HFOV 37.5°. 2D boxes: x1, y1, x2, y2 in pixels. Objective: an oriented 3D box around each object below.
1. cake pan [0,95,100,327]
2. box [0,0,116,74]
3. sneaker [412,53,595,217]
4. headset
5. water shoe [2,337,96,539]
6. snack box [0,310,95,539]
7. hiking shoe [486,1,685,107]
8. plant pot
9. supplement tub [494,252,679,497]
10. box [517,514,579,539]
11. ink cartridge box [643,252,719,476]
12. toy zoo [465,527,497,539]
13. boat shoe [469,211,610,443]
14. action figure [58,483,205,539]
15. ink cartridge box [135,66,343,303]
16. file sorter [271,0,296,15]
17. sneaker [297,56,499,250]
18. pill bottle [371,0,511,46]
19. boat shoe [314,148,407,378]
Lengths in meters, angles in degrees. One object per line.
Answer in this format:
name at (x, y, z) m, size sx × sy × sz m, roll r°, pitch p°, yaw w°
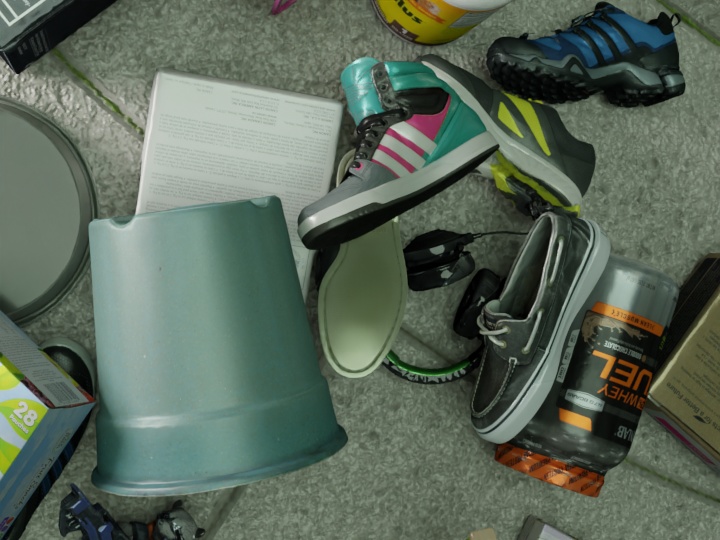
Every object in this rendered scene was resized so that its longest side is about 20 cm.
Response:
cake pan at (-0.314, -0.047, 0.862) m, size 0.199 × 0.037 × 0.202 m, roll 0°, pitch 90°, yaw -12°
box at (-0.258, -0.297, 0.831) m, size 0.198 × 0.123 × 0.200 m, roll -39°, pitch 99°, yaw -9°
sneaker at (0.126, -0.127, 0.953) m, size 0.200 × 0.074 × 0.085 m, roll 42°, pitch 59°, yaw -6°
headset at (0.089, 0.012, 0.920) m, size 0.123 × 0.094 × 0.200 m, roll 44°, pitch 94°, yaw -4°
water shoe at (-0.268, 0.152, 0.850) m, size 0.071 × 0.079 × 0.201 m, roll 24°, pitch 85°, yaw -12°
snack box at (-0.320, 0.099, 0.781) m, size 0.200 × 0.068 × 0.169 m, roll 40°, pitch 100°, yaw 14°
hiking shoe at (0.202, -0.200, 0.968) m, size 0.199 × 0.074 × 0.087 m, roll 2°, pitch 82°, yaw -22°
plant pot at (-0.121, 0.049, 0.816) m, size 0.199 × 0.200 × 0.198 m, roll -9°, pitch 95°, yaw -12°
supplement tub at (0.193, 0.087, 0.932) m, size 0.122 × 0.122 × 0.201 m, roll 20°, pitch 86°, yaw -12°
box at (0.235, 0.290, 0.983) m, size 0.199 × 0.039 × 0.042 m, roll 31°, pitch 85°, yaw -11°
ink cartridge box at (0.366, 0.107, 0.995) m, size 0.200 × 0.075 × 0.165 m, roll 40°, pitch 83°, yaw -11°
toy zoo at (0.097, 0.301, 0.880) m, size 0.020 × 0.200 × 0.132 m, roll -9°, pitch 66°, yaw -12°
boat shoe at (0.128, 0.043, 0.869) m, size 0.071 × 0.072 × 0.201 m, roll 20°, pitch 97°, yaw -27°
action figure at (-0.220, 0.241, 0.852) m, size 0.193 × 0.105 × 0.201 m, roll -28°, pitch 121°, yaw -16°
ink cartridge box at (-0.111, -0.060, 0.911) m, size 0.160 × 0.050 × 0.201 m, roll 9°, pitch 101°, yaw -13°
file sorter at (-0.076, -0.332, 0.871) m, size 0.139 × 0.125 × 0.200 m, roll -39°, pitch 97°, yaw -9°
sneaker at (0.009, -0.106, 0.853) m, size 0.199 × 0.084 × 0.121 m, roll -30°, pitch 83°, yaw -31°
pill bottle at (0.079, -0.255, 0.867) m, size 0.108 × 0.200 × 0.110 m, roll 0°, pitch 89°, yaw -12°
boat shoe at (-0.002, 0.000, 0.897) m, size 0.074 × 0.066 × 0.201 m, roll 1°, pitch 70°, yaw -7°
